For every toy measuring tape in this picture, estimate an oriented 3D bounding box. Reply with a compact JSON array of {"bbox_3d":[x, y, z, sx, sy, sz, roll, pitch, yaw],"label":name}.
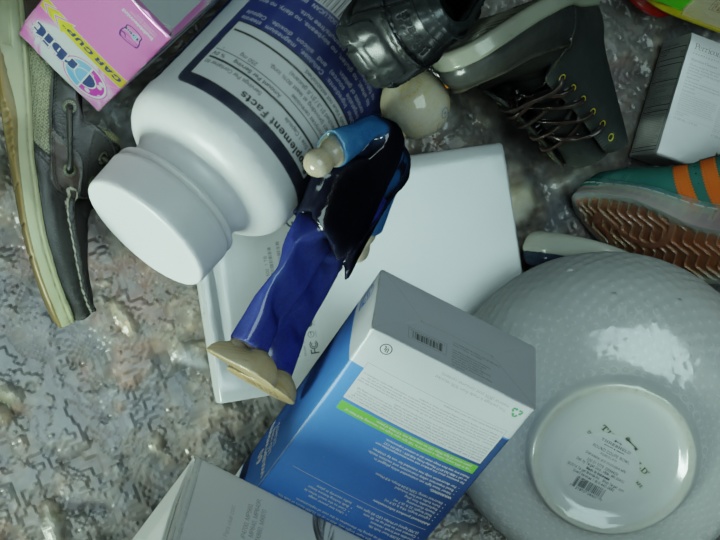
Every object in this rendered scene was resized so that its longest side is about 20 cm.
[{"bbox_3d":[0.231,-0.190,1.091,0.200,0.074,0.074,13,85,-30],"label":"toy measuring tape"}]

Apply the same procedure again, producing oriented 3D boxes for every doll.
[{"bbox_3d":[-0.012,-0.026,0.939,0.048,0.136,0.200,26,80,19],"label":"doll"}]

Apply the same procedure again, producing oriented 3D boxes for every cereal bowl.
[{"bbox_3d":[0.148,0.094,1.000,0.200,0.083,0.200,1,108,3],"label":"cereal bowl"}]

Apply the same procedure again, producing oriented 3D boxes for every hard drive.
[{"bbox_3d":[0.000,0.000,1.037,0.200,0.026,0.132,-9,91,-15],"label":"hard drive"}]

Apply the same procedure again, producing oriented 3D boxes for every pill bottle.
[{"bbox_3d":[-0.060,-0.090,0.965,0.111,0.111,0.200,44,69,-9],"label":"pill bottle"}]

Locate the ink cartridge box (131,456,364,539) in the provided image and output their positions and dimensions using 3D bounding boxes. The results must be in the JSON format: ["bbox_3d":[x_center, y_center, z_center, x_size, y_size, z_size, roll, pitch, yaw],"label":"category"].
[{"bbox_3d":[-0.047,0.213,0.954,0.200,0.085,0.146,27,127,-14],"label":"ink cartridge box"}]

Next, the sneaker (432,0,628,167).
[{"bbox_3d":[0.111,-0.107,0.997,0.075,0.200,0.106,-15,97,30],"label":"sneaker"}]

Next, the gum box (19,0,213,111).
[{"bbox_3d":[-0.088,-0.190,0.948,0.066,0.113,0.200,46,60,-9],"label":"gum box"}]

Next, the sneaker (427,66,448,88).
[{"bbox_3d":[0.043,-0.213,1.033,0.092,0.076,0.200,-19,94,-19],"label":"sneaker"}]

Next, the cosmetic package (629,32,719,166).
[{"bbox_3d":[0.282,-0.082,1.100,0.200,0.051,0.083,18,88,-13],"label":"cosmetic package"}]

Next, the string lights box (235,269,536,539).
[{"bbox_3d":[0.004,0.106,0.959,0.103,0.059,0.200,28,123,-13],"label":"string lights box"}]

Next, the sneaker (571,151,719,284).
[{"bbox_3d":[0.227,-0.040,1.030,0.080,0.200,0.071,-53,134,-27],"label":"sneaker"}]

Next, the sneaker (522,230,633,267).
[{"bbox_3d":[0.180,0.048,1.059,0.200,0.075,0.085,29,86,-9],"label":"sneaker"}]

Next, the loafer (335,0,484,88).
[{"bbox_3d":[0.049,-0.167,0.927,0.068,0.070,0.201,53,35,-20],"label":"loafer"}]

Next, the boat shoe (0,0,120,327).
[{"bbox_3d":[-0.170,-0.069,0.971,0.065,0.073,0.200,-10,91,-9],"label":"boat shoe"}]
